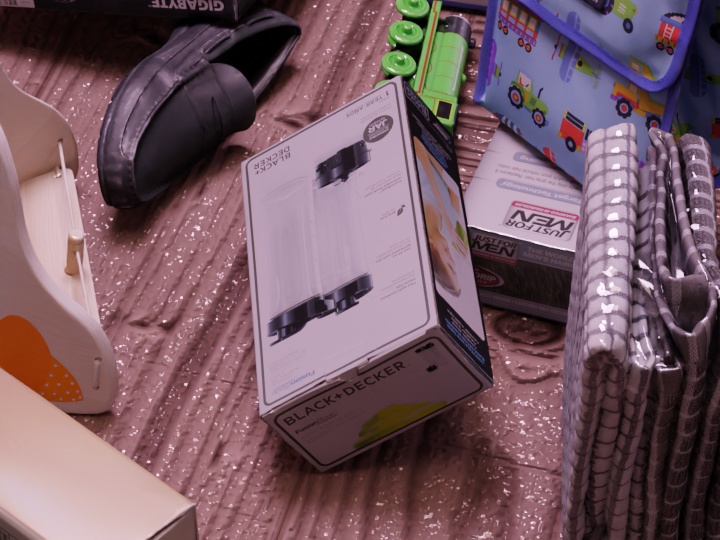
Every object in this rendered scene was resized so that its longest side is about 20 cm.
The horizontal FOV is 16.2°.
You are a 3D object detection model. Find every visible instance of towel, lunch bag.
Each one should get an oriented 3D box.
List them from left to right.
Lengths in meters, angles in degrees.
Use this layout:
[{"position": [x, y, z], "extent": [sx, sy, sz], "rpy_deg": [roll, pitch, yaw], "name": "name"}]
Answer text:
[{"position": [0.147, -0.150, 1.404], "extent": [0.094, 0.201, 0.150], "rpy_deg": [-27, 49, -27], "name": "lunch bag"}, {"position": [0.148, 0.046, 1.283], "extent": [0.085, 0.201, 0.166], "rpy_deg": [3, 44, 2], "name": "towel"}]

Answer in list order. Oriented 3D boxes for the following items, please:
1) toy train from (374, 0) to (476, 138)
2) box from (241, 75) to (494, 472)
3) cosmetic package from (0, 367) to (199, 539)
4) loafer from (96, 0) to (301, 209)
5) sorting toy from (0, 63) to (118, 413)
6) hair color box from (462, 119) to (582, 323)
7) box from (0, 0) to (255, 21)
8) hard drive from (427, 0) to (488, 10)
[{"position": [0.034, -0.101, 1.560], "extent": [0.056, 0.042, 0.201], "rpy_deg": [14, 44, 0], "name": "toy train"}, {"position": [0.000, 0.000, 1.394], "extent": [0.116, 0.060, 0.201], "rpy_deg": [-28, 41, 19], "name": "box"}, {"position": [-0.174, 0.120, 1.276], "extent": [0.199, 0.106, 0.071], "rpy_deg": [32, 51, 28], "name": "cosmetic package"}, {"position": [-0.098, -0.106, 1.542], "extent": [0.070, 0.068, 0.201], "rpy_deg": [9, 39, 21], "name": "loafer"}, {"position": [-0.202, -0.048, 1.398], "extent": [0.106, 0.181, 0.201], "rpy_deg": [-8, 43, -9], "name": "sorting toy"}, {"position": [0.129, -0.059, 1.498], "extent": [0.098, 0.061, 0.201], "rpy_deg": [13, 44, 15], "name": "hair color box"}, {"position": [-0.132, -0.228, 1.649], "extent": [0.197, 0.050, 0.200], "rpy_deg": [7, 34, 20], "name": "box"}, {"position": [0.143, -0.213, 1.689], "extent": [0.198, 0.025, 0.132], "rpy_deg": [9, 44, 10], "name": "hard drive"}]
